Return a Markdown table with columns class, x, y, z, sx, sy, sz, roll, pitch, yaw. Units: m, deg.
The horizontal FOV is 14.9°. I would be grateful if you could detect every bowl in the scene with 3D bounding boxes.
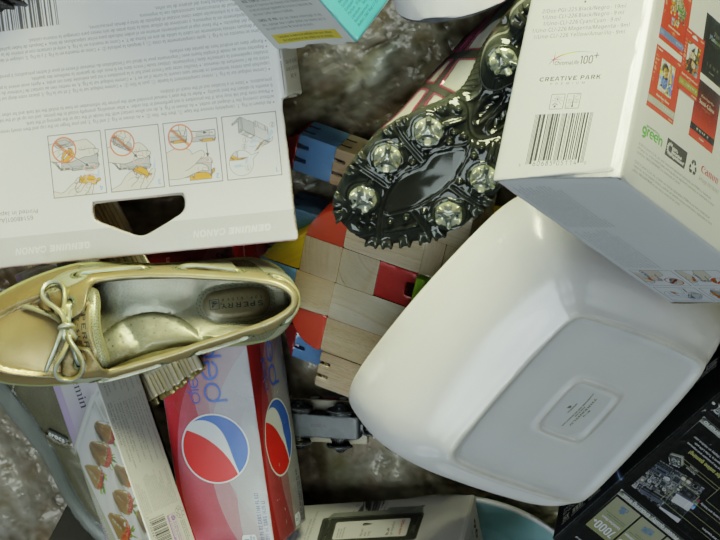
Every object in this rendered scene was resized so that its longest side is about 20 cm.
| class | x | y | z | sx | sy | sz | roll | pitch | yaw |
| --- | --- | --- | --- | --- | --- | --- | --- | --- | --- |
| bowl | 0.115 | 0.062 | 1.658 | 0.200 | 0.075 | 0.200 | 23 | 118 | -41 |

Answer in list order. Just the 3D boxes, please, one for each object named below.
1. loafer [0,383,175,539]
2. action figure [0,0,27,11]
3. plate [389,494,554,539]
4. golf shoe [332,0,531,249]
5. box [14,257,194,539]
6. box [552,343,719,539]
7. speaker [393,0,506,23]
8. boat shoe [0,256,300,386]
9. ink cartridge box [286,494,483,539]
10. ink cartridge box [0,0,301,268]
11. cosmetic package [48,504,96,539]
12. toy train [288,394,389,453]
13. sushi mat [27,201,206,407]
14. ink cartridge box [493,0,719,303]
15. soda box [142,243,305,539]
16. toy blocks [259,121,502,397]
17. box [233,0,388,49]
| class | x | y | z | sx | sy | sz | roll | pitch | yaw |
| --- | --- | --- | --- | --- | --- | --- | --- | --- | --- |
| loafer | -0.165 | 0.108 | 1.781 | 0.200 | 0.075 | 0.070 | 48 | 124 | 5 |
| action figure | -0.219 | -0.230 | 1.614 | 0.119 | 0.102 | 0.200 | 30 | 131 | -14 |
| plate | 0.070 | 0.229 | 1.857 | 0.200 | 0.026 | 0.200 | 5 | 121 | 9 |
| golf shoe | 0.066 | -0.092 | 1.620 | 0.077 | 0.088 | 0.200 | 43 | 108 | -15 |
| box | -0.157 | 0.088 | 1.704 | 0.039 | 0.041 | 0.200 | -18 | 93 | 38 |
| box | 0.252 | 0.160 | 1.742 | 0.200 | 0.086 | 0.164 | 38 | 120 | -10 |
| speaker | 0.033 | -0.247 | 1.560 | 0.081 | 0.081 | 0.200 | -9 | 117 | 16 |
| boat shoe | -0.136 | 0.029 | 1.648 | 0.200 | 0.063 | 0.073 | -5 | 90 | -6 |
| ink cartridge box | 0.024 | 0.215 | 1.804 | 0.200 | 0.068 | 0.116 | -4 | 118 | 14 |
| ink cartridge box | -0.136 | -0.099 | 1.667 | 0.200 | 0.045 | 0.177 | -5 | 96 | 15 |
| cosmetic package | -0.168 | 0.233 | 1.809 | 0.090 | 0.200 | 0.107 | -3 | 116 | 11 |
| toy train | -0.019 | 0.098 | 1.789 | 0.200 | 0.046 | 0.034 | 1 | 100 | 15 |
| sushi mat | -0.172 | -0.005 | 1.723 | 0.096 | 0.012 | 0.200 | -33 | 82 | 36 |
| ink cartridge box | 0.176 | -0.095 | 1.545 | 0.084 | 0.176 | 0.200 | 0 | 159 | 38 |
| soda box | -0.086 | 0.074 | 1.740 | 0.063 | 0.070 | 0.200 | -5 | 99 | 18 |
| toy blocks | 0.000 | 0.000 | 1.709 | 0.136 | 0.100 | 0.200 | 19 | 118 | 13 |
| box | -0.072 | -0.212 | 1.550 | 0.082 | 0.049 | 0.200 | 1 | 140 | 53 |
